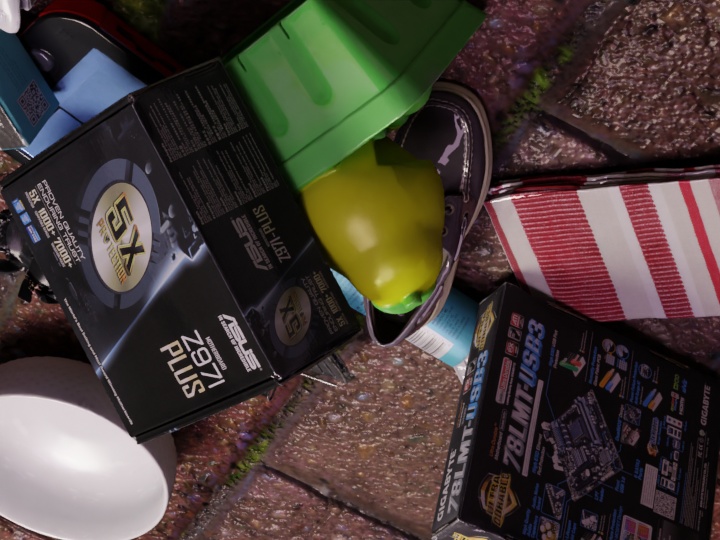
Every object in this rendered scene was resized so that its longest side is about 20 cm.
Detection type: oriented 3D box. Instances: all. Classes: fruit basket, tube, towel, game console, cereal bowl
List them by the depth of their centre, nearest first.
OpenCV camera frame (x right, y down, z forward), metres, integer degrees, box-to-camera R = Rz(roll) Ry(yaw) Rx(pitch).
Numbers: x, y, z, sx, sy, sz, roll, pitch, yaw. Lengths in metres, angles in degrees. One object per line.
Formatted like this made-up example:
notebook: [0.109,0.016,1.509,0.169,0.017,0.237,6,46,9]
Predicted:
fruit basket: [-0.002,-0.079,1.236,0.215,0.156,0.216,15,128,19]
towel: [0.200,-0.017,1.338,0.200,0.023,0.144,-4,136,24]
game console: [-0.177,-0.098,1.370,0.200,0.031,0.177,37,134,-19]
tube: [0.000,0.000,1.405,0.200,0.050,0.077,32,117,-11]
cereal bowl: [-0.245,0.140,1.607,0.200,0.083,0.200,10,138,9]

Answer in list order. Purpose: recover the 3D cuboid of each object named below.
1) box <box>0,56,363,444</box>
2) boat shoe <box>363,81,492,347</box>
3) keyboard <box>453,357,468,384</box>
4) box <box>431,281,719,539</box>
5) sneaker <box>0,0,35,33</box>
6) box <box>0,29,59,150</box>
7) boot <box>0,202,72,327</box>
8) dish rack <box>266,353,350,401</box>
box: [-0.118,-0.009,1.219,0.164,0.086,0.200,-24,94,45]
boat shoe: [0.043,-0.033,1.315,0.072,0.065,0.200,18,123,5]
keyboard: [0.123,0.122,1.517,0.056,0.011,0.200,-7,132,25]
box: [0.162,0.134,1.363,0.198,0.200,0.050,23,146,-15]
sneaker: [-0.281,-0.189,1.274,0.115,0.075,0.200,32,133,-11]
box: [-0.318,-0.125,1.352,0.200,0.049,0.082,-3,131,33]
boot: [-0.150,-0.029,1.346,0.198,0.073,0.162,-45,81,5]
dish rack: [-0.109,0.054,1.438,0.200,0.055,0.153,17,168,15]
